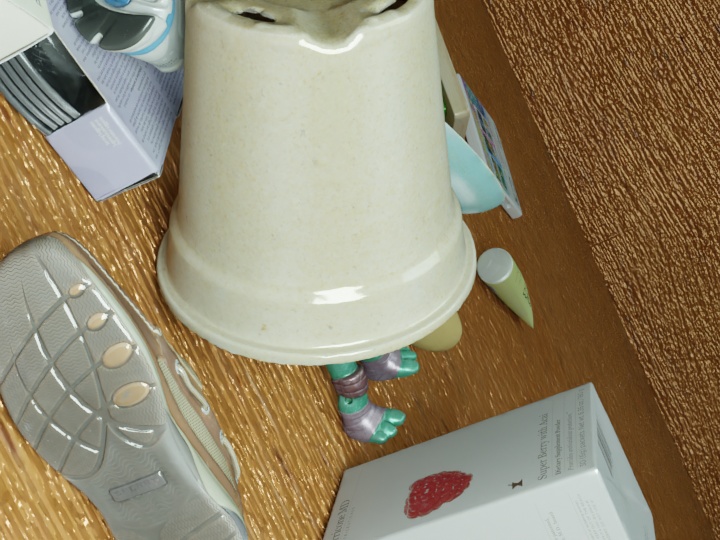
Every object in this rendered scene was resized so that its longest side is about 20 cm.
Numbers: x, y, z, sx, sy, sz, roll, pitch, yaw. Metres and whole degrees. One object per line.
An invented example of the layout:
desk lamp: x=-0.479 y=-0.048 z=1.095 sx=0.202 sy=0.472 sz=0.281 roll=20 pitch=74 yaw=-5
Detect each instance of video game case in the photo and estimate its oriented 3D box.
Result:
video game case: x=0.212 y=-0.207 z=1.938 sx=0.182 sy=0.024 sz=0.202 roll=38 pitch=35 yaw=-57

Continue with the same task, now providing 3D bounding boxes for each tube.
tube: x=0.212 y=0.021 z=1.619 sx=0.058 sy=0.052 sz=0.200 roll=-66 pitch=155 yaw=-9

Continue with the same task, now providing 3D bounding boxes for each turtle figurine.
turtle figurine: x=-0.009 y=0.026 z=0.850 sx=0.150 sy=0.100 sz=0.201 roll=-52 pitch=139 yaw=-34

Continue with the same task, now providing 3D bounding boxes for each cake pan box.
cake pan box: x=-0.173 y=-0.164 z=0.686 sx=0.185 sy=0.052 sz=0.201 roll=54 pitch=21 yaw=-32

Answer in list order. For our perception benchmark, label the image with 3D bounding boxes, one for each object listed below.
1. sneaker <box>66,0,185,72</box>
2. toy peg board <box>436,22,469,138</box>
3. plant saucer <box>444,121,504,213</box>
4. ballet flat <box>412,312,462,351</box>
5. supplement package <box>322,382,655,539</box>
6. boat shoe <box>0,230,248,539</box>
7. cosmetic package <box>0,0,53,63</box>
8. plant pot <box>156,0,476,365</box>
sneaker: x=-0.136 y=-0.205 z=0.669 sx=0.087 sy=0.074 sz=0.202 roll=35 pitch=44 yaw=-70
toy peg board: x=0.038 y=-0.208 z=1.304 sx=0.199 sy=0.097 sz=0.202 roll=94 pitch=-20 yaw=-71
plant saucer: x=0.018 y=-0.101 z=0.835 sx=0.200 sy=0.028 sz=0.200 roll=37 pitch=-4 yaw=3
ballet flat: x=0.000 y=0.000 z=0.940 sx=0.200 sy=0.069 sz=0.063 roll=45 pitch=27 yaw=0
supplement package: x=0.089 y=0.183 z=0.786 sx=0.120 sy=0.199 sz=0.121 roll=63 pitch=18 yaw=-15
boat shoe: x=-0.113 y=0.065 z=0.556 sx=0.072 sy=0.075 sz=0.201 roll=-88 pitch=160 yaw=-61
cosmetic package: x=-0.219 y=-0.190 z=0.514 sx=0.103 sy=0.087 sz=0.202 roll=22 pitch=48 yaw=-68
plant pot: x=-0.028 y=-0.081 z=0.661 sx=0.201 sy=0.198 sz=0.185 roll=-88 pitch=178 yaw=-53
